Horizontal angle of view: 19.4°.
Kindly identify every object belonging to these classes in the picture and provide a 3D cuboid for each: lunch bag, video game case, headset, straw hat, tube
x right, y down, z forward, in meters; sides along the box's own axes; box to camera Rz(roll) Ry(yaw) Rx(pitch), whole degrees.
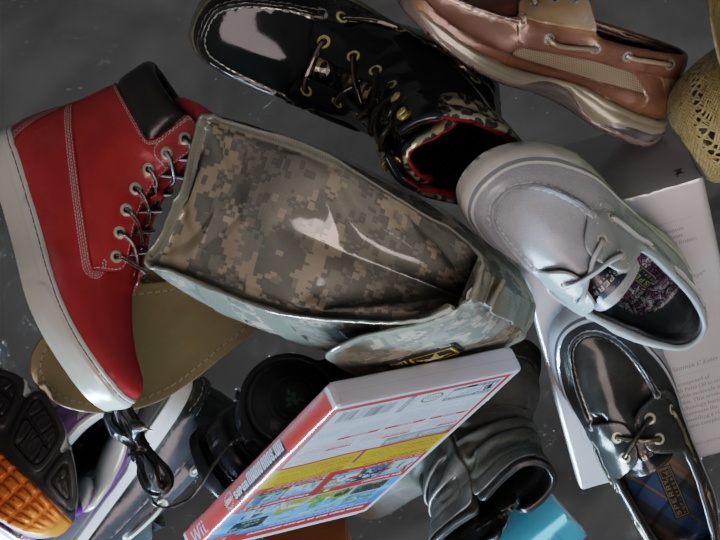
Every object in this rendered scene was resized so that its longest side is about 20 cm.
[{"bbox_3d":[0.000,0.000,1.248,0.199,0.164,0.118,19,86,18],"label":"lunch bag"},{"bbox_3d":[-0.007,0.111,1.293,0.142,0.018,0.200,-9,154,-38],"label":"video game case"},{"bbox_3d":[-0.070,0.094,1.343,0.094,0.199,0.124,54,132,11],"label":"headset"},{"bbox_3d":[0.233,-0.099,1.280,0.085,0.202,0.201,-28,118,36],"label":"straw hat"},{"bbox_3d":[0.070,0.232,1.467,0.200,0.050,0.077,-44,122,2],"label":"tube"}]

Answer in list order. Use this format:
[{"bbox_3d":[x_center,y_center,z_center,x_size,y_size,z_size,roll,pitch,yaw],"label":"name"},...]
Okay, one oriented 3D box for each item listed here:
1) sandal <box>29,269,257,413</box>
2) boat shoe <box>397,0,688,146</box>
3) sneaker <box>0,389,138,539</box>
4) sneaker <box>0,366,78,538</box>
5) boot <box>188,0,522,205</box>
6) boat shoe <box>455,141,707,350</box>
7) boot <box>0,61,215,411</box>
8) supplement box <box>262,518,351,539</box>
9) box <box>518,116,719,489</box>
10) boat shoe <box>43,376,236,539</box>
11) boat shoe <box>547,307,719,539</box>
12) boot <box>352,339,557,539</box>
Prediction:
[{"bbox_3d":[-0.118,0.029,1.373,0.211,0.070,0.078,-27,100,-14],"label":"sandal"},{"bbox_3d":[0.114,-0.147,1.298,0.199,0.076,0.072,22,109,-23],"label":"boat shoe"},{"bbox_3d":[-0.216,0.143,1.394,0.072,0.115,0.201,30,112,-19],"label":"sneaker"},{"bbox_3d":[-0.238,0.096,1.345,0.076,0.200,0.092,-37,155,-10],"label":"sneaker"},{"bbox_3d":[0.002,-0.108,1.255,0.202,0.154,0.074,15,110,-15],"label":"boot"},{"bbox_3d":[0.137,-0.009,1.221,0.200,0.072,0.070,29,111,-41],"label":"boat shoe"},{"bbox_3d":[-0.136,-0.026,1.285,0.143,0.201,0.072,-24,159,6],"label":"boot"},{"bbox_3d":[-0.022,0.279,1.503,0.066,0.069,0.202,-9,115,1],"label":"supplement box"},{"bbox_3d":[0.172,0.021,1.368,0.123,0.098,0.201,-15,117,4],"label":"box"},{"bbox_3d":[-0.155,0.157,1.424,0.060,0.076,0.200,32,109,-20],"label":"boat shoe"},{"bbox_3d":[0.179,0.108,1.325,0.068,0.057,0.201,-26,116,10],"label":"boat shoe"},{"bbox_3d":[0.048,0.137,1.382,0.067,0.131,0.200,29,128,-24],"label":"boot"}]
